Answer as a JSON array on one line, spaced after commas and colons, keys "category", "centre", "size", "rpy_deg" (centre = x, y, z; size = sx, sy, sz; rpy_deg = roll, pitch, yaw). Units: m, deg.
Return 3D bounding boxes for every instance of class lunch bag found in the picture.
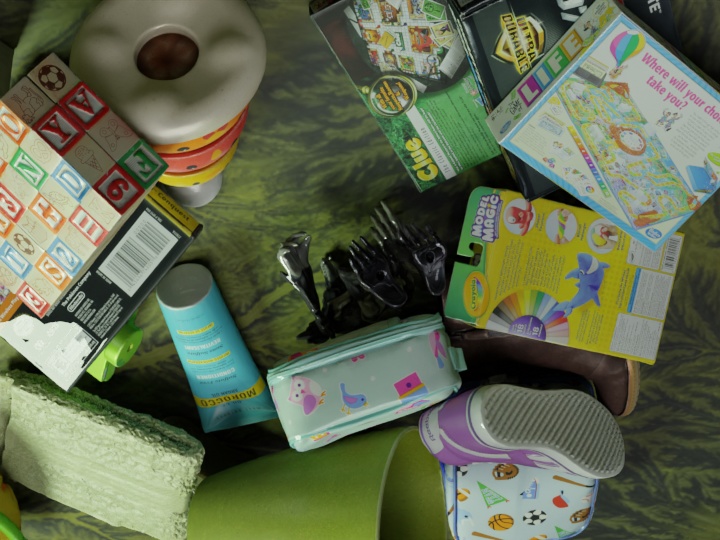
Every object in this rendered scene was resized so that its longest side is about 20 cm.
[{"category": "lunch bag", "centre": [0.147, 0.180, 1.631], "size": [0.158, 0.076, 0.202], "rpy_deg": [-5, 133, -1]}, {"category": "lunch bag", "centre": [0.009, 0.088, 1.410], "size": [0.159, 0.078, 0.200], "rpy_deg": [-20, 175, 1]}]

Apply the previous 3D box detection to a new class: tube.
[{"category": "tube", "centre": [-0.129, 0.077, 1.519], "size": [0.076, 0.051, 0.201], "rpy_deg": [-8, 138, 9]}]

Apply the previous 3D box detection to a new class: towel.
[{"category": "towel", "centre": [-0.239, 0.167, 1.547], "size": [0.198, 0.037, 0.149], "rpy_deg": [21, 135, 5]}]

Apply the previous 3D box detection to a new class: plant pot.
[{"category": "plant pot", "centre": [-0.045, 0.230, 1.502], "size": [0.197, 0.188, 0.188], "rpy_deg": [-1, 136, 20]}]

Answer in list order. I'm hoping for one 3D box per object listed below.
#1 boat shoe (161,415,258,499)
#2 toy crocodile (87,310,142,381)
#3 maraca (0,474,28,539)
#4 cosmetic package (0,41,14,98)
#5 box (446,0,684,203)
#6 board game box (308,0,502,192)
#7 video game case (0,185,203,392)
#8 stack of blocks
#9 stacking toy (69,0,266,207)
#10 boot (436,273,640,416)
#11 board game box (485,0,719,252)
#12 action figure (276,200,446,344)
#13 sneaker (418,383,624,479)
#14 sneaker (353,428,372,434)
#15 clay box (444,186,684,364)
[{"category": "boat shoe", "centre": [-0.131, 0.211, 1.620], "size": [0.200, 0.074, 0.063], "rpy_deg": [35, 126, -29]}, {"category": "toy crocodile", "centre": [-0.208, 0.016, 1.441], "size": [0.067, 0.062, 0.201], "rpy_deg": [31, 134, 16]}, {"category": "maraca", "centre": [-0.363, 0.229, 1.570], "size": [0.136, 0.108, 0.200], "rpy_deg": [2, 148, 42]}, {"category": "cosmetic package", "centre": [-0.345, -0.096, 1.300], "size": [0.199, 0.083, 0.050], "rpy_deg": [-39, 127, 23]}, {"category": "box", "centre": [0.166, -0.166, 1.323], "size": [0.157, 0.046, 0.201], "rpy_deg": [-25, 132, 0]}, {"category": "board game box", "centre": [0.049, -0.155, 1.348], "size": [0.104, 0.024, 0.201], "rpy_deg": [-25, 130, 11]}, {"category": "video game case", "centre": [-0.249, -0.025, 1.367], "size": [0.180, 0.026, 0.200], "rpy_deg": [40, 120, -5]}, {"category": "stack of blocks", "centre": [-0.230, -0.057, 1.251], "size": [0.115, 0.059, 0.200], "rpy_deg": [43, 145, -4]}, {"category": "stacking toy", "centre": [-0.134, -0.114, 1.309], "size": [0.144, 0.148, 0.201], "rpy_deg": [-9, 151, 0]}, {"category": "boot", "centre": [0.157, 0.063, 1.522], "size": [0.164, 0.073, 0.202], "rpy_deg": [-16, 122, -2]}, {"category": "board game box", "centre": [0.210, -0.111, 1.330], "size": [0.199, 0.034, 0.135], "rpy_deg": [31, 112, -36]}, {"category": "action figure", "centre": [0.000, 0.000, 1.428], "size": [0.118, 0.103, 0.200], "rpy_deg": [-24, 179, -23]}, {"category": "sneaker", "centre": [0.138, 0.145, 1.520], "size": [0.199, 0.074, 0.114], "rpy_deg": [20, 152, -36]}, {"category": "sneaker", "centre": [-0.024, 0.155, 1.581], "size": [0.078, 0.076, 0.201], "rpy_deg": [-11, 132, 5]}, {"category": "clay box", "centre": [0.164, 0.002, 1.427], "size": [0.198, 0.048, 0.116], "rpy_deg": [13, 92, -18]}]
